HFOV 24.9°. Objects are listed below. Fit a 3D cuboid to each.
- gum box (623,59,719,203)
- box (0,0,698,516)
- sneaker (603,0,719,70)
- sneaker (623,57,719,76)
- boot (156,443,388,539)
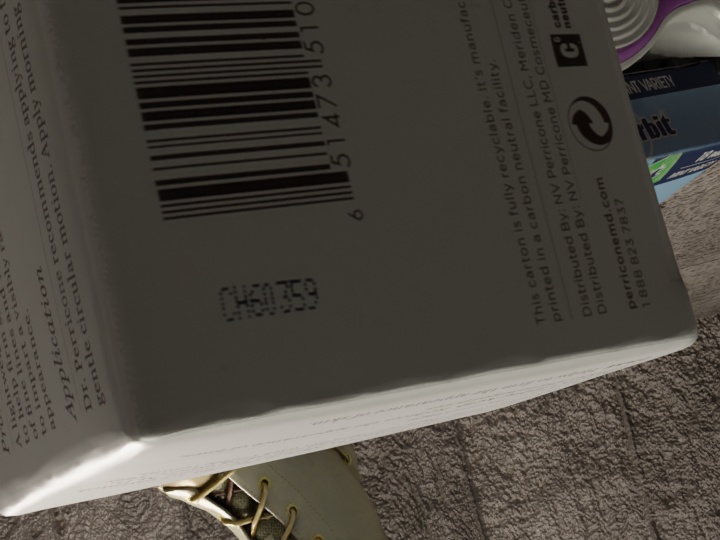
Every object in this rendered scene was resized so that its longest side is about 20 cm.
[{"bbox_3d":[0.052,-0.014,0.724,0.170,0.045,0.200,-14,160,-47],"label":"gum box"},{"bbox_3d":[-0.027,-0.044,0.520,0.199,0.200,0.131,-8,170,-32],"label":"box"},{"bbox_3d":[0.119,-0.128,0.704,0.199,0.075,0.099,-11,-164,-37],"label":"sneaker"},{"bbox_3d":[0.118,-0.110,0.802,0.199,0.076,0.088,-7,-176,-18],"label":"sneaker"},{"bbox_3d":[-0.050,0.135,0.860,0.072,0.155,0.200,-36,158,29],"label":"boot"}]
